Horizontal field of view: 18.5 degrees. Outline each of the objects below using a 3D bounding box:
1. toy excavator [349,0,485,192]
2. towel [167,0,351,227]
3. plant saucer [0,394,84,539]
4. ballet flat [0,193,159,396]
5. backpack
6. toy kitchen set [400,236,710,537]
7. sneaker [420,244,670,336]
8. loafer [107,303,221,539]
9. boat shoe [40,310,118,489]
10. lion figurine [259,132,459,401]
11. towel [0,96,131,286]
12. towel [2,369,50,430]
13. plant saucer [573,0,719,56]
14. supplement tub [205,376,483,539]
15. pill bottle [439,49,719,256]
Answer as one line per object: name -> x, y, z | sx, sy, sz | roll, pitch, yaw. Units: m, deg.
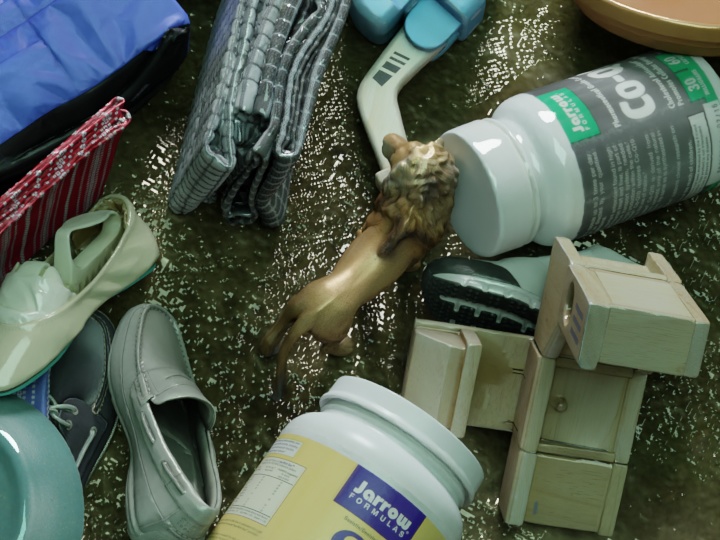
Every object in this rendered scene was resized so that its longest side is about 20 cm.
toy excavator -> 0.034, -0.177, 1.638 | 0.194, 0.100, 0.200 | 43, 86, 4
towel -> -0.064, -0.138, 1.564 | 0.085, 0.166, 0.200 | 16, 72, -10
plant saucer -> -0.281, 0.163, 1.443 | 0.200, 0.036, 0.200 | -4, 68, 9
ballet flat -> -0.209, 0.009, 1.513 | 0.069, 0.070, 0.200 | 38, 42, 4
backpack -> -0.239, -0.151, 1.546 | 0.200, 0.163, 0.168 | -40, 84, -8
toy kitchen set -> 0.118, 0.091, 1.481 | 0.163, 0.180, 0.200 | 9, 104, -5
sneaker -> 0.141, 0.018, 1.606 | 0.200, 0.074, 0.080 | 12, 57, -9
loafer -> -0.127, 0.101, 1.506 | 0.070, 0.070, 0.200 | 24, 40, -40
boat shoe -> -0.209, 0.114, 1.520 | 0.073, 0.063, 0.200 | 17, 72, -3
lion figurine -> 0.000, 0.000, 1.554 | 0.072, 0.123, 0.200 | 32, 73, 2
towel -> -0.233, -0.022, 1.488 | 0.022, 0.145, 0.200 | 42, 62, 5
towel -> -0.305, 0.134, 1.491 | 0.200, 0.024, 0.145 | -6, 68, 9
plant saucer -> 0.240, -0.210, 1.646 | 0.200, 0.038, 0.200 | 5, 32, -3
supplement tub -> -0.021, 0.187, 1.484 | 0.145, 0.145, 0.200 | 35, 72, 3
pill bottle -> 0.162, -0.084, 1.595 | 0.200, 0.113, 0.113 | -20, 77, -22
